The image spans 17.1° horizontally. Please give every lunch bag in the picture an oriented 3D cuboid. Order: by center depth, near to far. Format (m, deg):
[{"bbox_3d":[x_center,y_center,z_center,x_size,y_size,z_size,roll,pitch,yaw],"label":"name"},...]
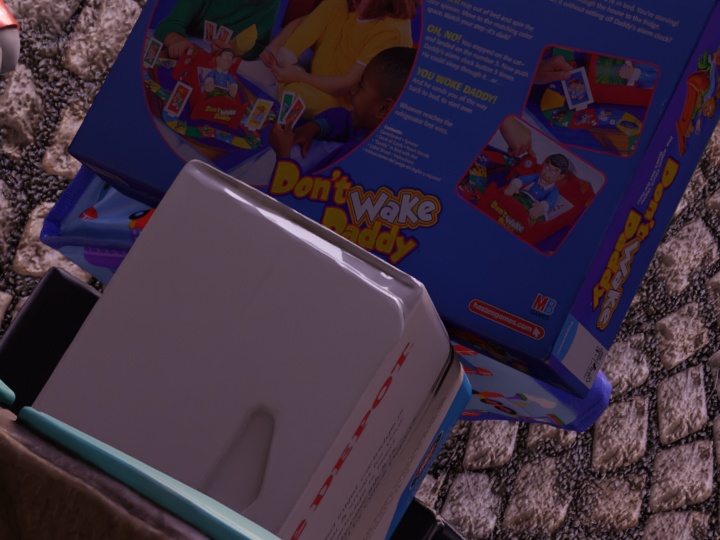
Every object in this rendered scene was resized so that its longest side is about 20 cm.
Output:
[{"bbox_3d":[0.000,0.000,0.935,0.199,0.095,0.150,15,-17,46],"label":"lunch bag"}]

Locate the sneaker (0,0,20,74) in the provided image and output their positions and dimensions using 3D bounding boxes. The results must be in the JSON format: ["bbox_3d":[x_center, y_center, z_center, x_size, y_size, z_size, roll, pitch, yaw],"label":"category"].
[{"bbox_3d":[-0.149,-0.074,0.728,0.070,0.093,0.200,51,-21,6],"label":"sneaker"}]

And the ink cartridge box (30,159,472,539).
[{"bbox_3d":[-0.040,0.065,0.752,0.084,0.147,0.200,30,-7,12],"label":"ink cartridge box"}]

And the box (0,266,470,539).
[{"bbox_3d":[-0.062,0.106,1.027,0.199,0.108,0.148,31,-5,15],"label":"box"}]

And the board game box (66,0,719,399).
[{"bbox_3d":[0.015,-0.059,0.811,0.199,0.135,0.045,24,-7,28],"label":"board game box"}]

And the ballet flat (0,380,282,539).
[{"bbox_3d":[-0.085,0.050,0.498,0.199,0.073,0.068,32,-6,21],"label":"ballet flat"}]
